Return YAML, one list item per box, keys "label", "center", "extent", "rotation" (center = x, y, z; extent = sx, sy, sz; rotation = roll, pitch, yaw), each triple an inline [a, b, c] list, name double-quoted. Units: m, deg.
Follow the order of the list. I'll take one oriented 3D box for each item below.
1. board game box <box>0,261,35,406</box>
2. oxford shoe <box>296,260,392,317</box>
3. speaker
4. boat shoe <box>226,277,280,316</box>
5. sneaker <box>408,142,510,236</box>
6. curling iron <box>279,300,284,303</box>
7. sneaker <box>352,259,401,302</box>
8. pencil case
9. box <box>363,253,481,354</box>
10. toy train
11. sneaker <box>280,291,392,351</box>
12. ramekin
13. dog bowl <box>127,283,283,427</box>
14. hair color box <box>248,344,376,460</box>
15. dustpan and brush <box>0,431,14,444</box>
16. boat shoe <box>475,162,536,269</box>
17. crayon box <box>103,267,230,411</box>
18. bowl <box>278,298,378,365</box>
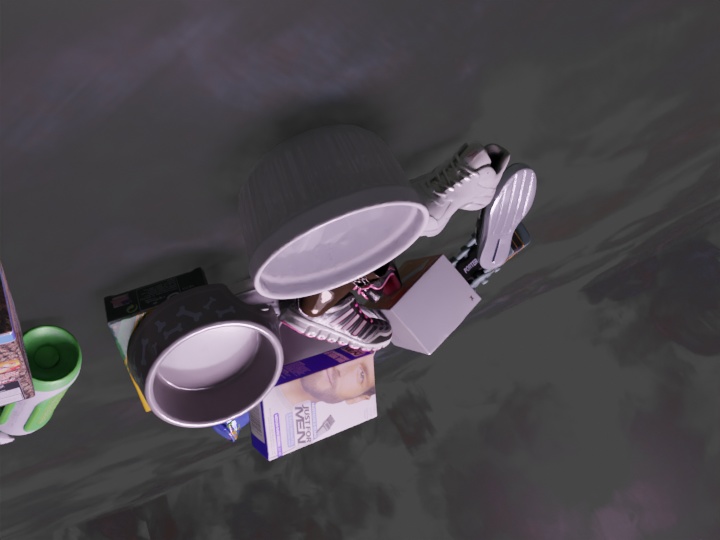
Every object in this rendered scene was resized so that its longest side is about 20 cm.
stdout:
- label: "board game box"
  center: [-0.398, 0.067, 0.539]
  extent: [0.157, 0.098, 0.200]
  rotation: [-14, 160, -30]
- label: "oxford shoe"
  center: [-0.012, -0.007, 0.773]
  extent: [0.072, 0.085, 0.201]
  rotation: [29, 109, -37]
- label: "speaker"
  center: [-0.418, 0.144, 0.760]
  extent: [0.087, 0.090, 0.199]
  rotation: [-7, 156, -42]
- label: "boat shoe"
  center: [-0.210, 0.075, 0.863]
  extent: [0.196, 0.070, 0.072]
  rotation: [-20, 163, -13]
- label: "sneaker"
  center: [0.113, -0.114, 0.738]
  extent: [0.198, 0.078, 0.100]
  rotation: [-31, 160, -38]
- label: "curling iron"
  center: [-0.115, 0.023, 0.893]
  extent: [0.025, 0.051, 0.200]
  rotation: [-14, 165, -25]
- label: "sneaker"
  center: [0.000, 0.000, 0.882]
  extent: [0.078, 0.097, 0.198]
  rotation: [-32, 160, 31]
- label: "pencil case"
  center: [-0.177, 0.189, 1.008]
  extent: [0.200, 0.078, 0.087]
  rotation: [-48, -178, -20]
- label: "box"
  center: [0.094, 0.055, 1.001]
  extent: [0.124, 0.098, 0.200]
  rotation: [-44, -173, -11]
- label: "toy train"
  center: [0.246, -0.026, 1.166]
  extent: [0.113, 0.086, 0.200]
  rotation: [-26, 166, -26]
- label: "sneaker"
  center: [-0.022, 0.063, 0.909]
  extent: [0.197, 0.073, 0.089]
  rotation: [16, 98, -32]
- label: "ramekin"
  center: [-0.035, -0.062, 0.632]
  extent: [0.196, 0.107, 0.201]
  rotation: [-21, 163, -7]
- label: "dog bowl"
  center: [-0.186, 0.115, 0.751]
  extent: [0.196, 0.059, 0.203]
  rotation: [-17, 133, -19]
- label: "hair color box"
  center: [-0.071, 0.195, 0.911]
  extent: [0.197, 0.112, 0.064]
  rotation: [-14, -163, -35]
- label: "dustpan and brush"
  center: [-0.540, 0.205, 0.794]
  extent: [0.137, 0.058, 0.200]
  rotation: [-18, 164, 7]
- label: "boat shoe"
  center: [0.214, -0.093, 0.941]
  extent: [0.070, 0.072, 0.202]
  rotation: [-4, 137, -16]
- label: "crayon box"
  center: [-0.243, 0.105, 0.786]
  extent: [0.125, 0.051, 0.203]
  rotation: [-19, 133, -17]
- label: "bowl"
  center: [-0.078, 0.125, 0.974]
  extent: [0.199, 0.203, 0.074]
  rotation: [34, 169, -38]
